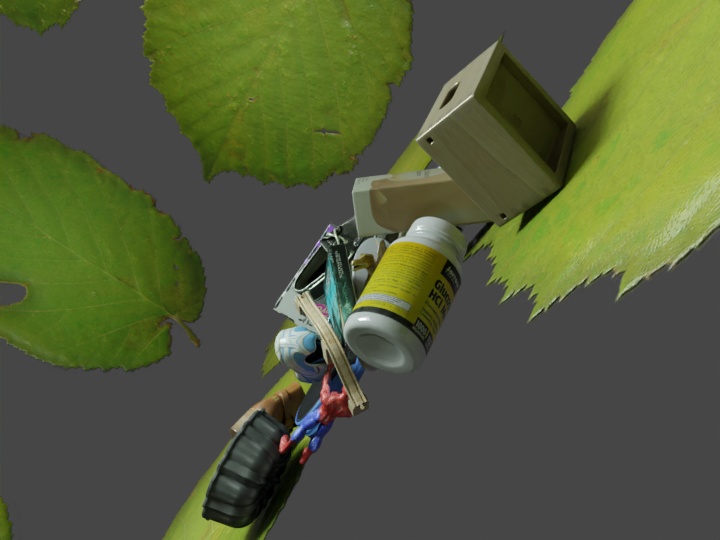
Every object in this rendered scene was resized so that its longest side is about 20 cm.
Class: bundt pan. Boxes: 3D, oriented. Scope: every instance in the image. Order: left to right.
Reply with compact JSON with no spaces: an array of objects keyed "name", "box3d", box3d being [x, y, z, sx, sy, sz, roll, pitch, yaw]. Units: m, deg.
[{"name":"bundt pan","box3d":[-0.176,0.333,1.381,0.202,0.076,0.202,-62,-11,-21]}]

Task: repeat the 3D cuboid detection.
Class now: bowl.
[{"name":"bowl","box3d":[-0.047,0.194,1.450,0.201,0.039,0.201,-55,6,9]}]

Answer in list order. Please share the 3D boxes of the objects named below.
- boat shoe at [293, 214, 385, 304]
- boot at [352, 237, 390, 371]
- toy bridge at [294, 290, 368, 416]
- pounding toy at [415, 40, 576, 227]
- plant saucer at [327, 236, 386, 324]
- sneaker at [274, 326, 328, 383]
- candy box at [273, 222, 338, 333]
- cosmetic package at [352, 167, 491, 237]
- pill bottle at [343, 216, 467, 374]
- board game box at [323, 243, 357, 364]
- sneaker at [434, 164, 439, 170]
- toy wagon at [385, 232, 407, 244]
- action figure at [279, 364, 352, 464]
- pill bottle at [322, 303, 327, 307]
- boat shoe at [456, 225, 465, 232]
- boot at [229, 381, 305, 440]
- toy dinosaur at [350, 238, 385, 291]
[{"name":"boat shoe","box3d":[-0.030,-0.032,1.351,0.200,0.064,0.071,-52,48,8]},{"name":"boot","box3d":[0.016,0.054,1.302,0.096,0.073,0.201,105,170,-57]},{"name":"toy bridge","box3d":[-0.041,0.112,1.195,0.027,0.200,0.067,-25,-26,-12]},{"name":"pounding toy","box3d":[0.177,-0.167,1.085,0.142,0.184,0.200,-34,19,39]},{"name":"plant saucer","box3d":[0.000,0.000,1.371,0.070,0.019,0.201,8,80,43]},{"name":"sneaker","box3d":[-0.073,0.138,1.327,0.200,0.072,0.072,50,-134,-68]},{"name":"candy box","box3d":[-0.045,0.036,1.638,0.200,0.168,0.072,-56,4,6]},{"name":"cosmetic package","box3d":[0.092,-0.105,1.236,0.105,0.199,0.071,-84,-14,-72]},{"name":"pill bottle","box3d":[0.067,0.028,1.112,0.200,0.112,0.112,-60,8,-31]},{"name":"board game box","box3d":[-0.027,0.057,1.233,0.200,0.028,0.136,103,156,-72]},{"name":"sneaker","box3d":[0.145,-0.130,1.533,0.200,0.080,0.146,-58,-4,20]},{"name":"toy wagon","box3d":[0.076,-0.002,1.309,0.200,0.039,0.156,-122,42,-58]},{"name":"action figure","box3d":[-0.053,0.210,1.297,0.200,0.065,0.099,-50,15,43]},{"name":"pill bottle","box3d":[-0.009,0.031,1.494,0.112,0.112,0.200,-56,-14,-2]},{"name":"boat shoe","box3d":[0.117,-0.058,1.376,0.060,0.075,0.200,-64,5,-4]},{"name":"boot","box3d":[-0.162,0.305,1.565,0.155,0.077,0.200,-36,-42,-30]},{"name":"toy dinosaur","box3d":[0.030,0.004,1.215,0.200,0.058,0.102,-34,-54,-77]}]
